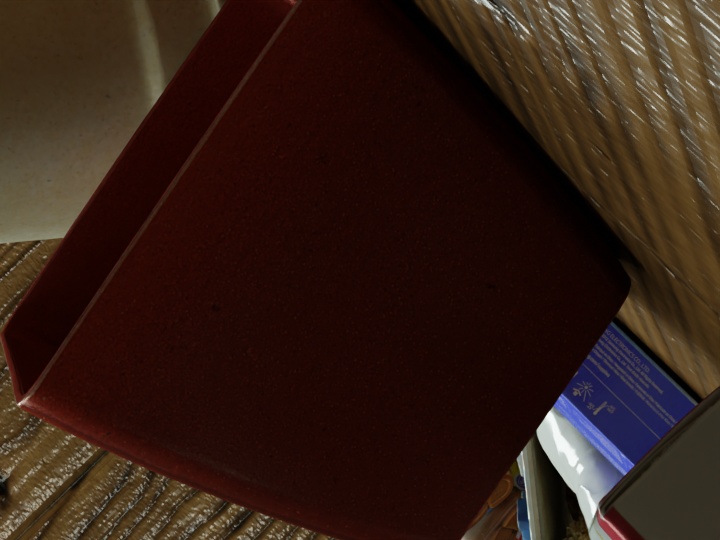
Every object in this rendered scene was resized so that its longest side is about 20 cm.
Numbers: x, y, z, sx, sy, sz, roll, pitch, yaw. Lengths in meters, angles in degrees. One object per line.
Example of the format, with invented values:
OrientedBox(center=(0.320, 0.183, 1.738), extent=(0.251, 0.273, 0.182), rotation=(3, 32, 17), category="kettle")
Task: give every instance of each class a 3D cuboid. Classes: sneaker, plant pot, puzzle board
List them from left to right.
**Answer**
OrientedBox(center=(-0.173, -0.088, 1.170), extent=(0.200, 0.183, 0.201), rotation=(166, 90, -70), category="plant pot")
OrientedBox(center=(-0.013, 0.005, 1.022), extent=(0.176, 0.200, 0.200), rotation=(35, 180, -12), category="plant pot")
OrientedBox(center=(0.103, 0.128, 1.434), extent=(0.200, 0.017, 0.151), rotation=(-35, -62, -80), category="puzzle board")
OrientedBox(center=(0.161, 0.119, 1.338), extent=(0.200, 0.074, 0.116), rotation=(40, -160, -53), category="sneaker")

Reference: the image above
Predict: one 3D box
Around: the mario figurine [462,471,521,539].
OrientedBox(center=(0.004, 0.106, 1.536), extent=(0.200, 0.106, 0.124), rotation=(40, 135, 37), category="mario figurine")

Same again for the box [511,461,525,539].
OrientedBox(center=(0.101, 0.205, 1.803), extent=(0.193, 0.122, 0.200), rotation=(40, -152, -5), category="box")

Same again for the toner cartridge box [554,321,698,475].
OrientedBox(center=(0.142, 0.082, 1.192), extent=(0.200, 0.043, 0.095), rotation=(45, 178, 22), category="toner cartridge box")

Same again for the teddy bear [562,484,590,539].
OrientedBox(center=(0.160, 0.174, 1.409), extent=(0.145, 0.067, 0.200), rotation=(43, -150, -16), category="teddy bear")

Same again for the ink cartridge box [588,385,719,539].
OrientedBox(center=(0.164, 0.119, 0.971), extent=(0.146, 0.083, 0.200), rotation=(45, 177, 8), category="ink cartridge box")
